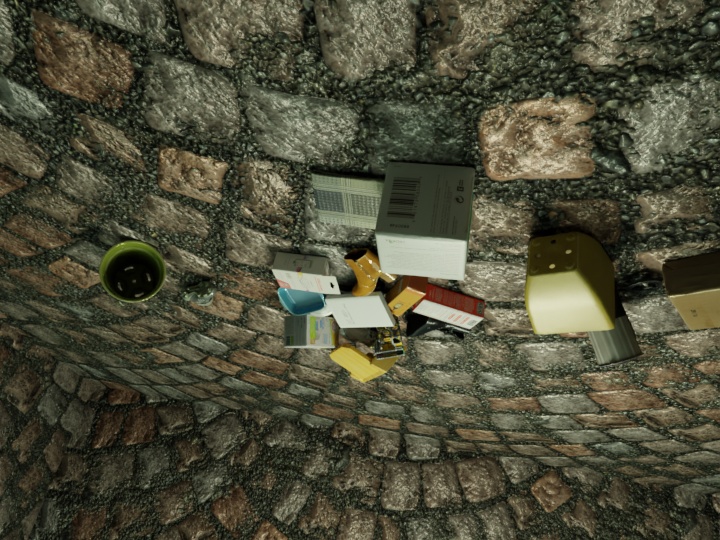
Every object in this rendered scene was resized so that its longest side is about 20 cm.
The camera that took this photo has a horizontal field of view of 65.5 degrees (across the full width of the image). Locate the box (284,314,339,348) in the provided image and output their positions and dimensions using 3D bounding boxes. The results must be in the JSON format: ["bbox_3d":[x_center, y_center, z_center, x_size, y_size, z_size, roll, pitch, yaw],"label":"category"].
[{"bbox_3d":[-0.170,0.217,1.974,0.101,0.113,0.200,-7,168,31],"label":"box"}]

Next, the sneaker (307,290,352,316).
[{"bbox_3d":[-0.096,0.097,1.858,0.199,0.076,0.089,-8,132,23],"label":"sneaker"}]

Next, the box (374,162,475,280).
[{"bbox_3d":[0.148,-0.108,1.252,0.198,0.200,0.172,6,151,10],"label":"box"}]

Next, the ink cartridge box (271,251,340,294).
[{"bbox_3d":[-0.158,0.009,1.713,0.198,0.068,0.117,8,151,11],"label":"ink cartridge box"}]

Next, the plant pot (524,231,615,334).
[{"bbox_3d":[0.496,0.017,1.362,0.194,0.195,0.200,-8,140,32],"label":"plant pot"}]

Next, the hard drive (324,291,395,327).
[{"bbox_3d":[-0.001,0.126,1.774,0.199,0.027,0.132,-5,128,31],"label":"hard drive"}]

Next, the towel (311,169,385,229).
[{"bbox_3d":[-0.018,-0.174,1.385,0.198,0.035,0.193,10,148,9],"label":"towel"}]

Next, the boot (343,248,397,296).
[{"bbox_3d":[0.000,0.000,1.650,0.144,0.071,0.201,36,141,-25],"label":"boot"}]

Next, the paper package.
[{"bbox_3d":[0.863,0.049,1.357,0.190,0.104,0.200,-15,142,41],"label":"paper package"}]

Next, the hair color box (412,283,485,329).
[{"bbox_3d":[0.273,0.113,1.736,0.199,0.062,0.102,18,151,-9],"label":"hair color box"}]

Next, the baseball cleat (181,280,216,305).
[{"bbox_3d":[-0.556,0.083,2.011,0.199,0.070,0.106,-3,156,43],"label":"baseball cleat"}]

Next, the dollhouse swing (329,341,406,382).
[{"bbox_3d":[0.022,0.296,2.043,0.176,0.182,0.200,47,148,0],"label":"dollhouse swing"}]

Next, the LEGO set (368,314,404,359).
[{"bbox_3d":[0.078,0.214,1.895,0.115,0.155,0.200,-10,156,4],"label":"LEGO set"}]

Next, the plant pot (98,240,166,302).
[{"bbox_3d":[-0.754,0.020,1.862,0.199,0.202,0.184,21,162,-15],"label":"plant pot"}]

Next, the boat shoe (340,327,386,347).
[{"bbox_3d":[0.021,0.236,2.035,0.086,0.075,0.201,-17,143,43],"label":"boat shoe"}]

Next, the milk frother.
[{"bbox_3d":[0.703,0.131,1.471,0.179,0.189,0.200,-13,168,-28],"label":"milk frother"}]

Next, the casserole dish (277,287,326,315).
[{"bbox_3d":[-0.188,0.082,1.845,0.199,0.039,0.122,-17,111,40],"label":"casserole dish"}]

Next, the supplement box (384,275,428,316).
[{"bbox_3d":[0.134,0.073,1.716,0.066,0.069,0.200,20,148,-13],"label":"supplement box"}]

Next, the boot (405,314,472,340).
[{"bbox_3d":[0.260,0.194,1.866,0.167,0.077,0.200,18,155,-15],"label":"boot"}]
